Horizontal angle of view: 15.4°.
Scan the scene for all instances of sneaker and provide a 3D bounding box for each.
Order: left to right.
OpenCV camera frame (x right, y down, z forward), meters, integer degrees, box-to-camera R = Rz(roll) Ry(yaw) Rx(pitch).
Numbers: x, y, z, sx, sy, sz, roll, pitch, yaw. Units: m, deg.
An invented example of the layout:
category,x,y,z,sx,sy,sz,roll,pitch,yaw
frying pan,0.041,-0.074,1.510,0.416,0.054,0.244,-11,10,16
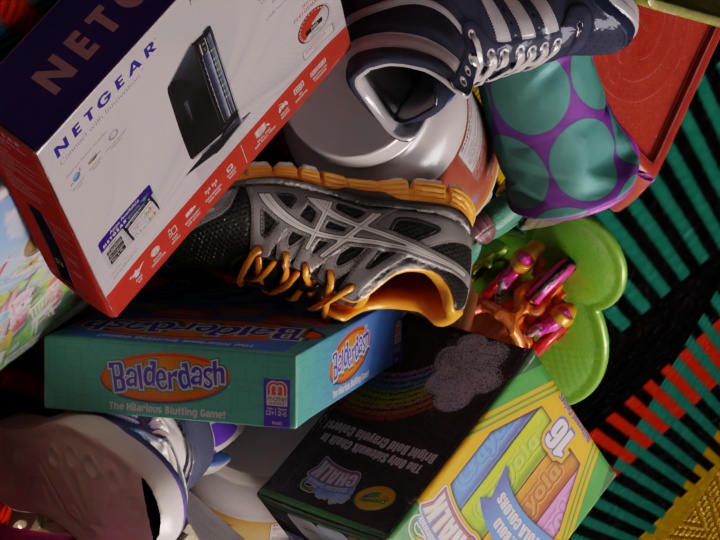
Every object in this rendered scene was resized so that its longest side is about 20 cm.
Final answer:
category,x,y,z,sx,sy,sz,roll,pitch,yaw
sneaker,-0.115,0.101,1.543,0.146,0.200,0.081,-17,104,-33
sneaker,-0.024,-0.011,1.512,0.199,0.078,0.078,1,154,-16
sneaker,0.071,-0.122,1.486,0.199,0.109,0.070,12,150,-28

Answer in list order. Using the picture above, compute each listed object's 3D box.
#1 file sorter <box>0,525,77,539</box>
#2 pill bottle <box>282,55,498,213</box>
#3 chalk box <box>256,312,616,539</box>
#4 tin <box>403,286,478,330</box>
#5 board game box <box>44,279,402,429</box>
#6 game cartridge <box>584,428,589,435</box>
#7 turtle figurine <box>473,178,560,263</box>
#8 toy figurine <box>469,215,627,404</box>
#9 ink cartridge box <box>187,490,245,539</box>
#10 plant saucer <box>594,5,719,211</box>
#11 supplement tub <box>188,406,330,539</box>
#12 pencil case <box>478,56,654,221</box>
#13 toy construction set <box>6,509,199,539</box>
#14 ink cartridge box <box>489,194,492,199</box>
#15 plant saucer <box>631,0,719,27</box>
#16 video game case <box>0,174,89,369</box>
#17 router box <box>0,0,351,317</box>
category,x,y,z,sx,sy,sz,roll,pitch,yaw
file sorter,-0.243,0.225,1.468,0.200,0.138,0.126,-20,113,-61
pill bottle,0.015,-0.086,1.604,0.112,0.112,0.200,-50,164,0
chalk box,0.034,0.147,1.615,0.200,0.125,0.124,-50,127,-20
tin,0.000,0.000,1.688,0.200,0.112,0.042,33,70,-57
board game box,-0.075,0.046,1.548,0.200,0.151,0.045,-29,122,-70
game cartridge,0.049,0.177,1.772,0.199,0.033,0.176,-22,-169,24
turtle figurine,0.111,-0.071,1.797,0.200,0.101,0.150,-46,164,-1
toy figurine,0.077,0.065,1.849,0.184,0.150,0.200,-42,176,-42
ink cartridge box,-0.120,0.189,1.692,0.044,0.200,0.094,-35,159,-43
plant saucer,0.174,-0.166,1.738,0.200,0.037,0.200,39,71,-45
supplement tub,-0.064,0.109,1.751,0.144,0.144,0.200,-45,167,-19
pencil case,0.111,-0.135,1.609,0.092,0.201,0.085,-18,-161,-9
toy construction set,-0.166,0.193,1.601,0.131,0.200,0.092,-44,142,-25
ink cartridge box,0.014,-0.025,1.868,0.174,0.044,0.200,-49,164,-4
plant saucer,0.177,-0.245,1.626,0.048,0.201,0.199,-9,176,26
video game case,-0.148,-0.033,1.439,0.200,0.022,0.182,-38,160,-38
router box,-0.095,-0.098,1.332,0.200,0.049,0.180,-50,158,-15
